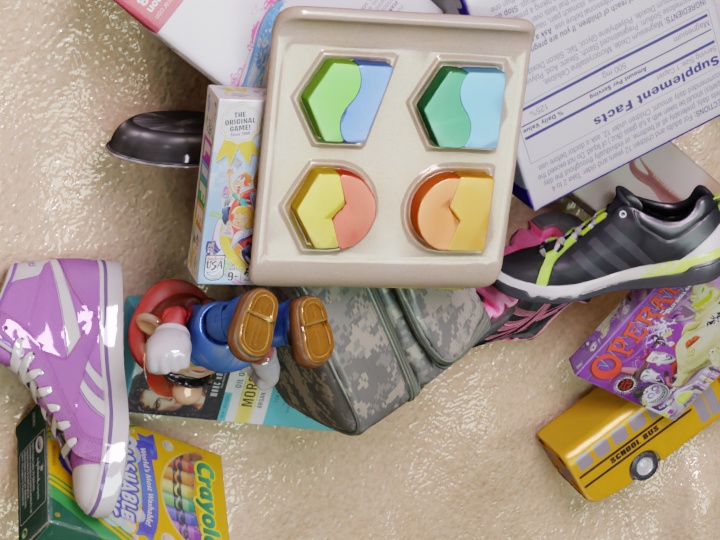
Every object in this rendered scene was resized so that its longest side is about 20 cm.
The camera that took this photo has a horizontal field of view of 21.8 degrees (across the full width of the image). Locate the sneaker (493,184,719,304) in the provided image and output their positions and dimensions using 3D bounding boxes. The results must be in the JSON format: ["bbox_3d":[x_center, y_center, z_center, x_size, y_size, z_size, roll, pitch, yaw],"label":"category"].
[{"bbox_3d":[0.200,-0.030,1.498,0.199,0.072,0.083,-8,112,8],"label":"sneaker"}]

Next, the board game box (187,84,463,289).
[{"bbox_3d":[-0.014,-0.056,1.307,0.199,0.034,0.135,1,112,-19],"label":"board game box"}]

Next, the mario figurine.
[{"bbox_3d":[-0.103,0.066,1.367,0.123,0.200,0.106,46,63,-21],"label":"mario figurine"}]

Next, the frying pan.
[{"bbox_3d":[-0.105,-0.088,1.364,0.115,0.189,0.031,-14,113,-44],"label":"frying pan"}]

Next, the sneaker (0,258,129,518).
[{"bbox_3d":[-0.235,0.088,1.407,0.114,0.073,0.202,2,67,-21],"label":"sneaker"}]

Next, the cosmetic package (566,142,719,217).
[{"bbox_3d":[0.232,-0.072,1.576,0.200,0.103,0.087,35,95,-34],"label":"cosmetic package"}]

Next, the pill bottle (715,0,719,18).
[{"bbox_3d":[0.332,-0.198,1.562,0.114,0.114,0.200,-49,122,1],"label":"pill bottle"}]

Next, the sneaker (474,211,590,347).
[{"bbox_3d":[0.119,0.036,1.594,0.199,0.079,0.096,-30,132,-9],"label":"sneaker"}]

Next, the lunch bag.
[{"bbox_3d":[0.000,0.000,1.440,0.167,0.139,0.201,-33,112,-23],"label":"lunch bag"}]

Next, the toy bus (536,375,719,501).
[{"bbox_3d":[0.263,0.124,1.696,0.200,0.065,0.078,-36,120,-7],"label":"toy bus"}]

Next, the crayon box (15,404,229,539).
[{"bbox_3d":[-0.173,0.188,1.481,0.199,0.126,0.052,24,127,-32],"label":"crayon box"}]

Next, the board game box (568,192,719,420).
[{"bbox_3d":[0.283,0.035,1.579,0.120,0.032,0.200,26,119,-24],"label":"board game box"}]

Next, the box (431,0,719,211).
[{"bbox_3d":[0.154,-0.179,1.356,0.183,0.105,0.201,-27,118,-11],"label":"box"}]

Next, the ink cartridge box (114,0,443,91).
[{"bbox_3d":[-0.072,-0.200,1.338,0.200,0.145,0.145,38,92,-23],"label":"ink cartridge box"}]

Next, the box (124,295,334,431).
[{"bbox_3d":[-0.099,0.077,1.516,0.199,0.049,0.083,7,108,-27],"label":"box"}]

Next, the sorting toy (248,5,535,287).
[{"bbox_3d":[0.023,-0.077,1.269,0.184,0.036,0.201,1,112,-19],"label":"sorting toy"}]
